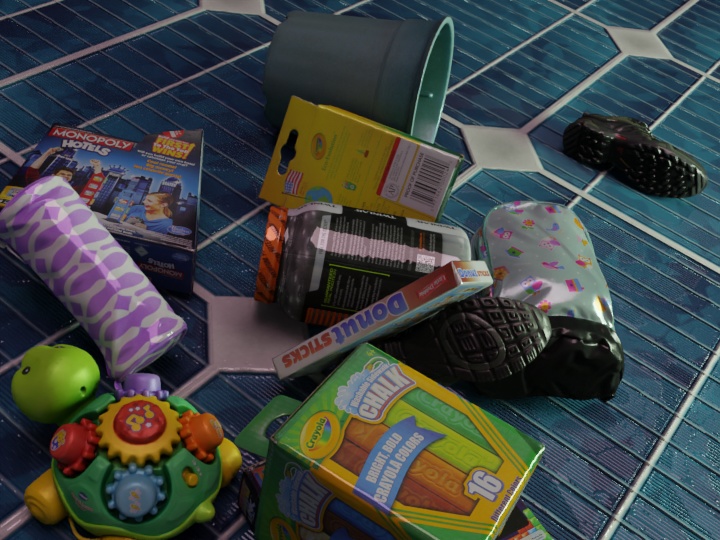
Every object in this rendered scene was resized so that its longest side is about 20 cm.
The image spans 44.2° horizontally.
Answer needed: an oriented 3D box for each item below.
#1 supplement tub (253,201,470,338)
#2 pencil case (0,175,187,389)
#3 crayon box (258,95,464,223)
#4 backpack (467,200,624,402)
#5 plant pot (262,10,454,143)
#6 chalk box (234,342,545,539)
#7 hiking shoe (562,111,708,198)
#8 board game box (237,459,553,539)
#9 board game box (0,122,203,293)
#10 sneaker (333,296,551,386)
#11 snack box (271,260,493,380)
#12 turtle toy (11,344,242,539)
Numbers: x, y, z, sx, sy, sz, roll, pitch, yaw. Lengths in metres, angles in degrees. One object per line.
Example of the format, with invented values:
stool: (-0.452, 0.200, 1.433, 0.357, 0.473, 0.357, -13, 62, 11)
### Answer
supplement tub: (0.000, 0.000, 0.884, 0.200, 0.123, 0.123, 11, 42, -6)
pencil case: (-0.244, 0.008, 0.794, 0.085, 0.084, 0.200, -40, 85, -17)
crayon box: (0.000, -0.104, 0.990, 0.200, 0.127, 0.051, 23, 14, 8)
backpack: (0.178, 0.027, 0.900, 0.167, 0.127, 0.200, 6, 44, -9)
plant pot: (-0.005, -0.228, 1.094, 0.196, 0.200, 0.200, 14, 41, 12)
chalk box: (0.006, 0.148, 0.642, 0.200, 0.124, 0.125, 28, 43, 16)
hiking shoe: (0.385, -0.171, 1.214, 0.200, 0.076, 0.101, 28, 47, 16)
board game box: (0.025, 0.205, 0.720, 0.200, 0.057, 0.165, -15, 48, -28)
board game box: (-0.246, -0.084, 0.940, 0.200, 0.062, 0.200, 14, 41, 0)
sneaker: (0.074, 0.072, 0.802, 0.200, 0.091, 0.076, -17, 85, 16)
snack box: (0.018, 0.046, 0.786, 0.072, 0.200, 0.024, 1, 63, -60)
turtle toy: (-0.192, 0.134, 0.699, 0.200, 0.101, 0.146, 31, 44, 17)
